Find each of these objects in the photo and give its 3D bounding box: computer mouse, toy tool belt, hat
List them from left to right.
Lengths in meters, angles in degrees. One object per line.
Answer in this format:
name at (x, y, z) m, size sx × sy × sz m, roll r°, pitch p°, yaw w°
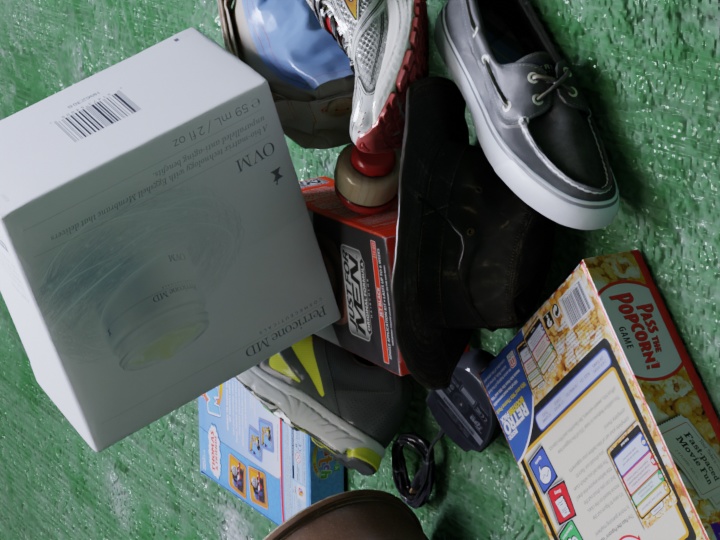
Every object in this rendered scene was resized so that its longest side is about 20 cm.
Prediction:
toy tool belt at (-0.021, -0.149, 1.376) m, size 0.201 × 0.124 × 0.123 m, roll 61°, pitch 154°, yaw 30°
computer mouse at (0.064, 0.111, 1.400) m, size 0.059 × 0.034 × 0.200 m, roll 52°, pitch 149°, yaw 13°
hat at (0.078, -0.024, 1.256) m, size 0.080 × 0.201 × 0.202 m, roll -1°, pitch 100°, yaw 19°

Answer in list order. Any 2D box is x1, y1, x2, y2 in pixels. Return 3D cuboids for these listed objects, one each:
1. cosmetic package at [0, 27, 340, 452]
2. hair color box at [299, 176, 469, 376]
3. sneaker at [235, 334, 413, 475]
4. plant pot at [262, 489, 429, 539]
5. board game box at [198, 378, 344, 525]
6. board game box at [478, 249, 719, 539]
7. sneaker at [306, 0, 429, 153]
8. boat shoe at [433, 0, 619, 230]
cosmetic package at (-0.145, -0.021, 1.364) m, size 0.123 × 0.199 × 0.201 m, roll 40°, pitch 153°, yaw 51°
hair color box at (0.000, 0.000, 1.431) m, size 0.200 × 0.061 × 0.102 m, roll 22°, pitch 121°, yaw 61°
sneaker at (-0.034, 0.076, 1.498) m, size 0.200 × 0.085 × 0.075 m, roll 35°, pitch 171°, yaw 37°
plant pot at (0.024, 0.289, 1.372) m, size 0.198 × 0.200 × 0.201 m, roll 39°, pitch 132°, yaw 39°
board game box at (-0.077, 0.122, 1.643) m, size 0.200 × 0.036 × 0.152 m, roll 23°, pitch 118°, yaw 56°
board game box at (0.155, 0.113, 1.212) m, size 0.152 × 0.046 × 0.201 m, roll -52°, pitch 54°, yaw 53°
sneaker at (0.003, -0.161, 1.301) m, size 0.078 × 0.082 × 0.201 m, roll 77°, pitch -168°, yaw -58°
boat shoe at (0.101, -0.110, 1.222) m, size 0.200 × 0.068 × 0.057 m, roll 61°, pitch 145°, yaw 35°
